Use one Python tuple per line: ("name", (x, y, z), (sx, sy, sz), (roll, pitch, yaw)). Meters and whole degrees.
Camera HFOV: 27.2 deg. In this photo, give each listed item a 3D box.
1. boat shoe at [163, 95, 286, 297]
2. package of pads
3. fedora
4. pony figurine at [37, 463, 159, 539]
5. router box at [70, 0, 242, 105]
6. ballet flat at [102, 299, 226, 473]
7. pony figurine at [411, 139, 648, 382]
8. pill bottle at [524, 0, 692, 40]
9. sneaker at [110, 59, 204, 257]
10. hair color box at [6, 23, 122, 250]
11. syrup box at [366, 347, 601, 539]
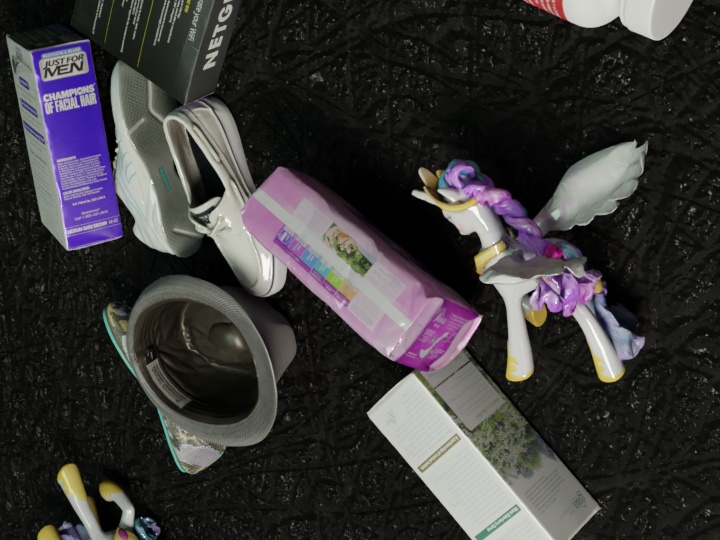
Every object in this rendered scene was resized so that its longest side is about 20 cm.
("boat shoe", (-0.131, -0.063, 1.398), (0.072, 0.066, 0.201), (-5, 108, 39))
("package of pads", (0.000, 0.000, 1.273), (0.200, 0.120, 0.076), (41, 98, 26))
("fedora", (-0.133, 0.076, 1.451), (0.199, 0.090, 0.178), (-3, 109, 39))
("pony figurine", (-0.285, 0.342, 1.668), (0.200, 0.166, 0.193), (47, 128, 32))
("router box", (-0.176, -0.272, 1.341), (0.149, 0.051, 0.200), (36, 129, 17))
("ballet flat", (-0.194, 0.111, 1.544), (0.072, 0.072, 0.201), (-21, 97, 42))
("pony figurine", (0.145, -0.006, 1.171), (0.193, 0.167, 0.200), (-3, 125, 48))
("pill bottle", (0.143, -0.244, 1.065), (0.200, 0.112, 0.113), (31, 127, 23))
("sneaker", (-0.214, -0.108, 1.440), (0.080, 0.070, 0.201), (6, 114, 43))
("hair color box", (-0.291, -0.133, 1.463), (0.109, 0.065, 0.201), (35, 137, 59))
("syrup box", (0.109, 0.169, 1.315), (0.200, 0.079, 0.081), (50, 132, 7))
